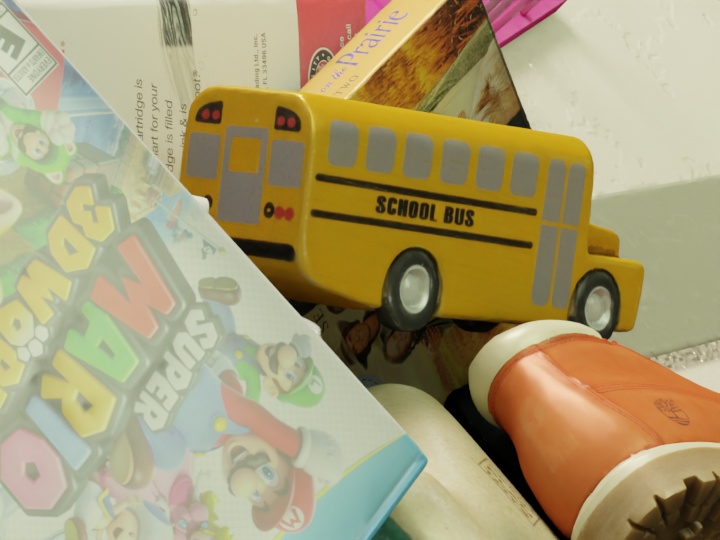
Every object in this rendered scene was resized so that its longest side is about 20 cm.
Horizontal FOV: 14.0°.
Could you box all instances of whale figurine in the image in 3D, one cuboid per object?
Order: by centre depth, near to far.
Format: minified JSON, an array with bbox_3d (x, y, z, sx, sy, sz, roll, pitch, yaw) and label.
[{"bbox_3d":[0.014,0.109,1.002,0.159,0.104,0.200,49,1,4],"label":"whale figurine"}]

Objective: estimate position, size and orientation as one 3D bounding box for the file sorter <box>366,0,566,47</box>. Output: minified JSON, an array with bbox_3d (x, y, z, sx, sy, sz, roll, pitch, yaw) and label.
[{"bbox_3d":[0.051,-0.191,1.437,0.139,0.125,0.200,49,34,3],"label":"file sorter"}]

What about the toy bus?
[{"bbox_3d":[0.024,-0.017,1.067,0.200,0.065,0.078,6,91,-48],"label":"toy bus"}]

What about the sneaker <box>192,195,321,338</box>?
[{"bbox_3d":[-0.068,0.058,0.906,0.075,0.115,0.200,33,20,-33],"label":"sneaker"}]

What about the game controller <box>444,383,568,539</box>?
[{"bbox_3d":[0.110,0.115,1.119,0.200,0.042,0.104,46,21,11],"label":"game controller"}]

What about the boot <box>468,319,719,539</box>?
[{"bbox_3d":[0.119,0.065,1.079,0.107,0.075,0.200,46,17,32],"label":"boot"}]

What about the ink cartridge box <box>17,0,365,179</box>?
[{"bbox_3d":[-0.089,-0.033,1.100,0.200,0.084,0.145,-9,100,-51],"label":"ink cartridge box"}]

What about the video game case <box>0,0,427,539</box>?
[{"bbox_3d":[-0.083,0.032,0.842,0.200,0.018,0.143,48,53,-13],"label":"video game case"}]

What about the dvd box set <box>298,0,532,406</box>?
[{"bbox_3d":[0.000,0.000,1.115,0.200,0.029,0.147,-46,128,-33],"label":"dvd box set"}]
